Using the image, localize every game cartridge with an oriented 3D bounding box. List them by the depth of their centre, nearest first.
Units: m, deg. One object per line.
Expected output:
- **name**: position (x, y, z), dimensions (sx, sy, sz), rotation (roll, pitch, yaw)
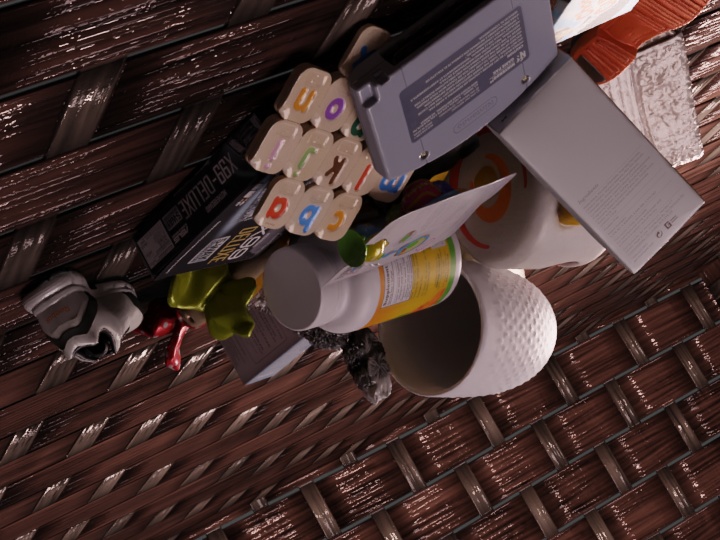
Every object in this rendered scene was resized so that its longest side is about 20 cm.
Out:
- **game cartridge**: position (0.082, -0.170, 1.416), dimensions (0.199, 0.042, 0.134), rotation (-37, 148, -14)

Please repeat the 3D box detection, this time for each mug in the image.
- **mug**: position (0.110, 0.063, 1.818), dimensions (0.199, 0.149, 0.174), rotation (2, 179, 42)

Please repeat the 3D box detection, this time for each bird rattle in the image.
- **bird rattle**: position (-0.142, 0.024, 1.692), dimensions (0.163, 0.113, 0.200), rotation (-43, 178, -27)

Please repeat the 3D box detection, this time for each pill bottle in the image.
- **pill bottle**: position (0.000, 0.000, 1.654), dimensions (0.199, 0.112, 0.111), rotation (-15, 161, -46)

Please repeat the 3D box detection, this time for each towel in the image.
- **towel**: position (0.305, -0.178, 1.819), dimensions (0.131, 0.035, 0.201), rotation (-18, 133, 6)

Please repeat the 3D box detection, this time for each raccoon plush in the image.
- **raccoon plush**: position (-0.063, 0.062, 1.774), dimensions (0.133, 0.202, 0.096), rotation (-15, -177, 42)

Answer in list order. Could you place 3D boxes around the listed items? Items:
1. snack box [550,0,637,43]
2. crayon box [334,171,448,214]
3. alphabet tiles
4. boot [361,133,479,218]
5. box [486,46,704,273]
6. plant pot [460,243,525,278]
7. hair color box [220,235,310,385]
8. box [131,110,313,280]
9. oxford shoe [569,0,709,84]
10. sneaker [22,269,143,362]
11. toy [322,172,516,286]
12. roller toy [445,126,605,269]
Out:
- **snack box**: position (0.221, -0.270, 1.435), dimensions (0.115, 0.037, 0.200), rotation (-25, 167, -22)
- **crayon box**: position (0.028, -0.095, 1.724), dimensions (0.126, 0.051, 0.200), rotation (-27, 167, -16)
- **alphabet tiles**: position (-0.010, -0.116, 1.415), dimensions (0.199, 0.015, 0.197), rotation (10, 115, -51)
- **boot**: position (0.045, -0.114, 1.555), dimensions (0.130, 0.068, 0.200), rotation (-41, 160, -4)
- **box**: position (0.210, -0.112, 1.555), dimensions (0.097, 0.200, 0.124), rotation (-45, -158, 5)
- **plant pot**: position (0.106, -0.030, 1.927), dimensions (0.186, 0.188, 0.200), rotation (-28, 155, -12)
- **hair color box**: position (-0.078, 0.035, 1.867), dimensions (0.200, 0.100, 0.060), rotation (-39, 166, 34)
- **box**: position (-0.094, -0.074, 1.510), dimensions (0.200, 0.050, 0.157), rotation (-40, 164, 34)
- **oxford shoe**: position (0.275, -0.267, 1.609), dimensions (0.071, 0.073, 0.200), rotation (31, 133, -27)
- **sneaker**: position (-0.255, 0.054, 1.572), dimensions (0.073, 0.080, 0.200), rotation (-34, 169, 10)
- **toy**: position (0.049, -0.053, 1.567), dimensions (0.199, 0.047, 0.115), rotation (-27, 168, -47)
- **roller toy**: position (0.181, -0.091, 1.749), dimensions (0.139, 0.201, 0.183), rotation (-2, 139, -32)
